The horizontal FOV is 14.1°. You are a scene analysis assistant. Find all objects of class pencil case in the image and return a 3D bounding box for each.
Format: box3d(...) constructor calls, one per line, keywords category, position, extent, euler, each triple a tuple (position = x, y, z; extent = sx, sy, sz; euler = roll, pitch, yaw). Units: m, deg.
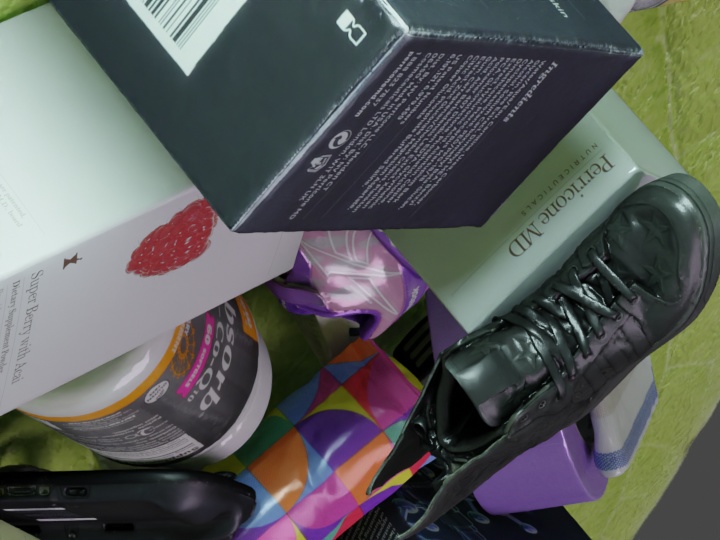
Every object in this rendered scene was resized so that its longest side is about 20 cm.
box3d(category="pencil case", position=(-0.044, 0.125, 1.610), extent=(0.200, 0.088, 0.088), euler=(-39, 159, -4))

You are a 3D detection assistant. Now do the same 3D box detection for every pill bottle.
box3d(category="pill bottle", position=(-0.117, 0.035, 1.470), extent=(0.116, 0.116, 0.200), euler=(-41, 159, 3))

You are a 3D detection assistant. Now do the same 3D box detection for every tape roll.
box3d(category="tape roll", position=(0.093, 0.039, 1.704), extent=(0.065, 0.201, 0.200), euler=(-9, 163, 14))

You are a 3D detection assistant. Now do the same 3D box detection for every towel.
box3d(category="towel", position=(0.135, 0.009, 1.709), extent=(0.024, 0.201, 0.147), euler=(-11, -166, 17))

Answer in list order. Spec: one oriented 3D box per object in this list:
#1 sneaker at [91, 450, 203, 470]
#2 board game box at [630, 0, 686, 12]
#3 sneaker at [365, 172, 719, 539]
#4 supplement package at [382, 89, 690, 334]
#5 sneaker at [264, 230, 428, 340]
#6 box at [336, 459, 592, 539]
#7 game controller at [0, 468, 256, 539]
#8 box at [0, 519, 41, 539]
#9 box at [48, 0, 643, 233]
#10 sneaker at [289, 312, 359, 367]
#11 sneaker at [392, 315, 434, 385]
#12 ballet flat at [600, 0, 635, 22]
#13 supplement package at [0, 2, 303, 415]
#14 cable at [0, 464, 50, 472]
box3d(category="sneaker", position=(-0.103, 0.109, 1.701), extent=(0.199, 0.130, 0.080), euler=(39, 91, -31))
box3d(category="board game box", position=(0.226, -0.215, 1.648), extent=(0.200, 0.035, 0.136), euler=(-15, 148, -46))
box3d(category="sneaker", position=(0.083, 0.040, 1.335), extent=(0.104, 0.060, 0.200), euler=(-21, 156, -44))
box3d(category="supplement package", position=(0.053, -0.072, 1.420), extent=(0.117, 0.200, 0.117), euler=(-44, 158, 12))
box3d(category="sneaker", position=(-0.024, -0.022, 1.496), extent=(0.089, 0.081, 0.200), euler=(-48, 137, 8))
box3d(category="box", position=(0.044, 0.174, 1.757), extent=(0.148, 0.200, 0.107), euler=(13, 111, -31))
box3d(category="game controller", position=(-0.158, 0.120, 1.539), extent=(0.199, 0.042, 0.104), euler=(-3, 159, 17))
box3d(category="box", position=(-0.262, 0.193, 1.467), extent=(0.175, 0.097, 0.200), euler=(-29, 149, 15))
box3d(category="box", position=(-0.021, -0.123, 1.205), extent=(0.117, 0.197, 0.200), euler=(-49, 157, 24))
box3d(category="sneaker", position=(0.000, 0.000, 1.646), extent=(0.084, 0.075, 0.200), euler=(-31, 157, -10))
box3d(category="sneaker", position=(0.032, 0.128, 1.884), extent=(0.200, 0.075, 0.115), euler=(-44, 118, 10))
box3d(category="ballet flat", position=(0.112, -0.153, 1.558), extent=(0.069, 0.070, 0.200), euler=(-29, 157, -26))
box3d(category="supplement package", position=(-0.129, -0.037, 1.303), extent=(0.200, 0.120, 0.121), euler=(-27, 155, -29))
box3d(category="cable", position=(-0.169, 0.144, 1.709), extent=(0.200, 0.097, 0.051), euler=(46, 53, -51))
